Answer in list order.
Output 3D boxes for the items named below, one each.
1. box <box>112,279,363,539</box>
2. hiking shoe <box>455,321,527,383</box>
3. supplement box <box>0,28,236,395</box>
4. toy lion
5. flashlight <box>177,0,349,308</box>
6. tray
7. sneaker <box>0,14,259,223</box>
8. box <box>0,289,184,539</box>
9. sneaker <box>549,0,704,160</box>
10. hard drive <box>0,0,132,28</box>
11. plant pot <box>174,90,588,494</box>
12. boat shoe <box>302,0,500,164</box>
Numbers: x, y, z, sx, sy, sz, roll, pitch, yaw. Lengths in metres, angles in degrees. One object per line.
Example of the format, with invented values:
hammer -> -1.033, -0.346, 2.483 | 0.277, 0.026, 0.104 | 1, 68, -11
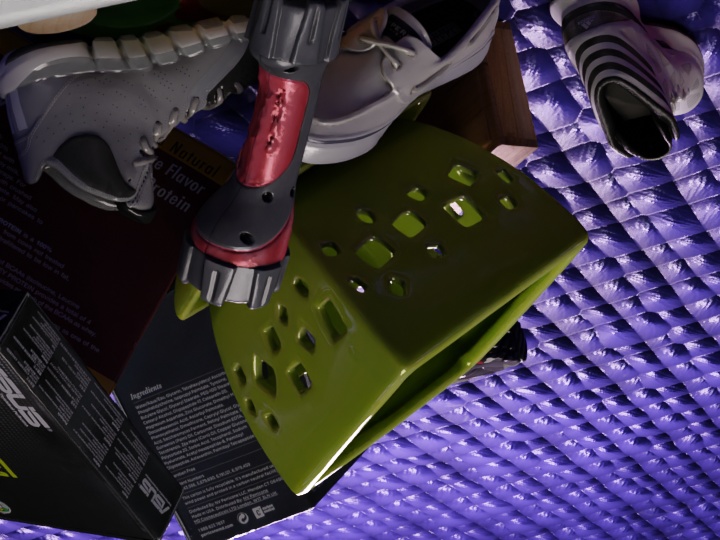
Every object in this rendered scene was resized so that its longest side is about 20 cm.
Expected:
box -> -0.089, 0.081, 1.569 | 0.124, 0.197, 0.200 | -24, -172, 27
hiking shoe -> 0.065, 0.081, 1.899 | 0.200, 0.076, 0.101 | 8, 149, -40
supplement box -> -0.221, -0.016, 1.269 | 0.197, 0.200, 0.133 | 30, 148, -7
toy lion -> -0.089, -0.184, 1.206 | 0.199, 0.069, 0.192 | -17, 165, 17
flashlight -> -0.059, -0.077, 1.181 | 0.068, 0.068, 0.200 | 7, 120, -14
tray -> 0.051, -0.089, 1.437 | 0.037, 0.099, 0.200 | 2, 155, -30
sneaker -> -0.119, -0.089, 1.223 | 0.199, 0.116, 0.075 | -10, 176, -11
box -> -0.230, 0.083, 1.186 | 0.193, 0.048, 0.200 | 6, 144, 33
sneaker -> 0.197, -0.119, 1.406 | 0.076, 0.116, 0.200 | -21, 156, 25
hard drive -> -0.148, -0.206, 1.065 | 0.199, 0.026, 0.132 | -12, 120, 3
plant pot -> 0.000, 0.000, 1.344 | 0.200, 0.182, 0.199 | -32, 167, -37
boat shoe -> 0.021, -0.136, 1.268 | 0.200, 0.072, 0.066 | -30, 157, -34
